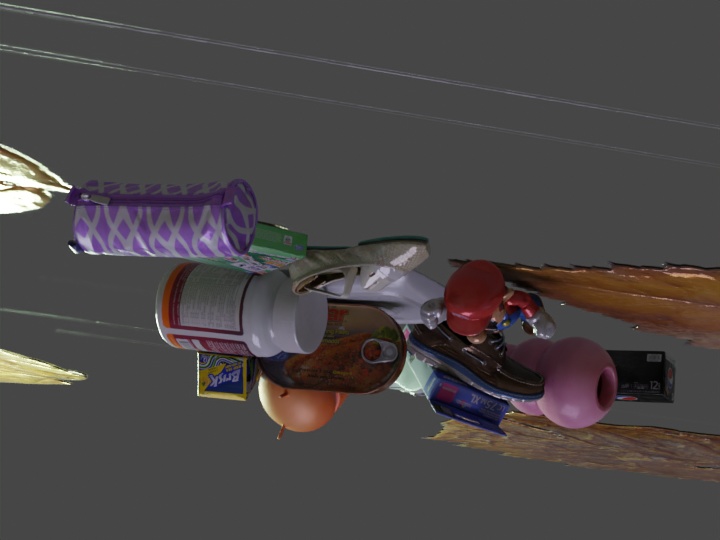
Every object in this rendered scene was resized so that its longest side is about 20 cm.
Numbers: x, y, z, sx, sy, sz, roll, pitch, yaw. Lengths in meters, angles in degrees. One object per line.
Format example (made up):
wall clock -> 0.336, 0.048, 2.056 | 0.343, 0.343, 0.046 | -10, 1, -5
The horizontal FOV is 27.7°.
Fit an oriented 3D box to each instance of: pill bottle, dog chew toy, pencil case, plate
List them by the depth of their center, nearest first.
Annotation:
pencil case -> -0.205, -0.058, 1.515 | 0.197, 0.085, 0.086 | 0, 142, 19
pill bottle -> -0.147, 0.050, 1.821 | 0.197, 0.111, 0.109 | 4, 167, 26
plate -> 0.020, 0.036, 1.871 | 0.197, 0.033, 0.199 | -3, 163, 31
dog chew toy -> 0.256, 0.150, 2.043 | 0.198, 0.126, 0.124 | 7, 169, 37

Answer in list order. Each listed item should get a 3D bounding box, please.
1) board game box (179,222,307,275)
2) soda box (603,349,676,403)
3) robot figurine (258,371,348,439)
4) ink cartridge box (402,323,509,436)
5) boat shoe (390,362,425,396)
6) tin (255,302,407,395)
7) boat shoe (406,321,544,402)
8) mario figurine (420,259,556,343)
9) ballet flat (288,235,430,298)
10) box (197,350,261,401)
board game box -> -0.177, -0.037, 1.679 | 0.198, 0.030, 0.134 | 14, 164, -25
soda box -> 0.349, 0.151, 2.105 | 0.197, 0.064, 0.071 | 0, 166, 27
robot figurine -> -0.064, 0.135, 1.972 | 0.143, 0.200, 0.117 | -25, 109, 42
ink cartridge box -> 0.130, 0.149, 2.006 | 0.118, 0.042, 0.201 | 22, -160, -23
boat shoe -> 0.092, 0.162, 2.252 | 0.085, 0.076, 0.201 | 14, 167, -25
tin -> -0.037, 0.098, 1.852 | 0.197, 0.114, 0.042 | 3, 175, 19
boat shoe -> 0.161, 0.112, 1.951 | 0.198, 0.073, 0.072 | 21, -159, -2
mario figurine -> 0.151, 0.059, 1.731 | 0.123, 0.107, 0.199 | -36, 159, 17
ballet flat -> 0.000, 0.000, 1.671 | 0.198, 0.063, 0.067 | -5, 166, 40
box -> -0.161, 0.103, 1.952 | 0.069, 0.065, 0.200 | 5, -160, 8
